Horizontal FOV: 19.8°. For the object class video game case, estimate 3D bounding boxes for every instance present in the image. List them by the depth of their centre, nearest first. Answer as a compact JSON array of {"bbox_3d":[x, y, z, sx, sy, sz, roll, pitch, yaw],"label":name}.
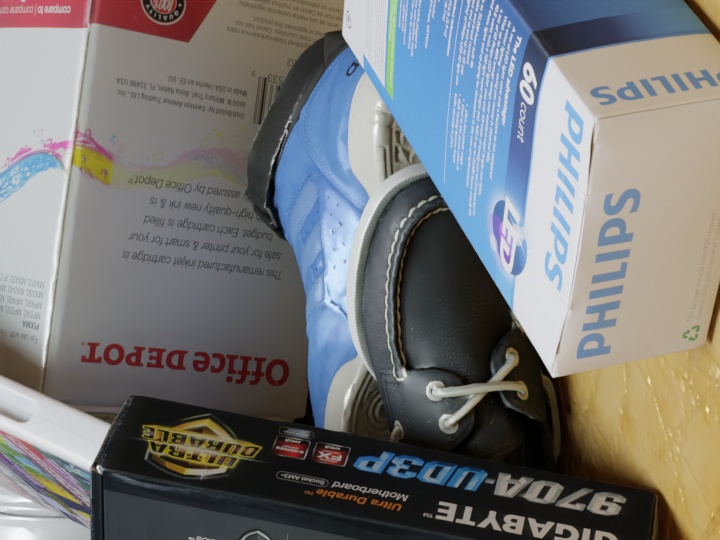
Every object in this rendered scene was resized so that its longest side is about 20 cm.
[{"bbox_3d":[-0.141,0.078,0.890,0.181,0.023,0.200,22,164,21],"label":"video game case"}]

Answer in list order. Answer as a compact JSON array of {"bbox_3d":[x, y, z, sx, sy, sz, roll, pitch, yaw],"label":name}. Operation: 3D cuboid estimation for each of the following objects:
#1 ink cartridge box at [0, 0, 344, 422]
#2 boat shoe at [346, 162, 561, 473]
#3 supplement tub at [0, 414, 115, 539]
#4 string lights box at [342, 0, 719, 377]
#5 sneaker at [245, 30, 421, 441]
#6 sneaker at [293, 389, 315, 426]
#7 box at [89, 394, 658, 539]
[{"bbox_3d":[-0.089,-0.041,0.902,0.082,0.145,0.202,8,90,48],"label":"ink cartridge box"},{"bbox_3d":[0.044,0.057,0.784,0.060,0.075,0.201,-130,23,-58],"label":"boat shoe"},{"bbox_3d":[-0.156,0.045,1.101,0.145,0.144,0.202,176,96,-72],"label":"supplement tub"},{"bbox_3d":[0.055,-0.071,0.694,0.201,0.058,0.103,-119,25,-44],"label":"string lights box"},{"bbox_3d":[0.001,0.000,0.858,0.111,0.076,0.202,30,124,59],"label":"sneaker"},{"bbox_3d":[-0.007,0.119,0.979,0.089,0.078,0.202,122,144,-74],"label":"sneaker"},{"bbox_3d":[0.001,0.136,0.760,0.046,0.198,0.160,-69,-13,-53],"label":"box"}]
